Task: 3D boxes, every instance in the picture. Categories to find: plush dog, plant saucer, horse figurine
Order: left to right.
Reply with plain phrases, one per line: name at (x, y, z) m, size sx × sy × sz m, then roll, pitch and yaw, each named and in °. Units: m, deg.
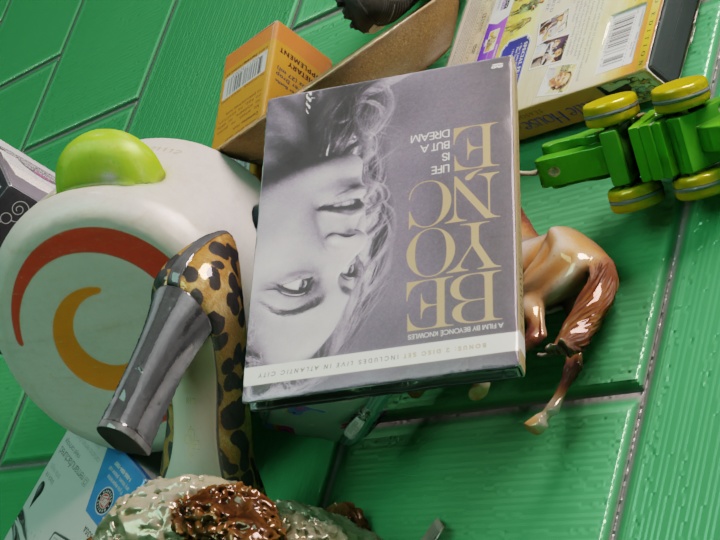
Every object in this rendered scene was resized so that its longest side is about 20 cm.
plush dog at (-0.062, 0.165, 0.859) m, size 0.199 × 0.171 × 0.162 m, roll -34°, pitch 38°, yaw 37°
plant saucer at (-0.008, -0.123, 1.085) m, size 0.199 × 0.036 × 0.200 m, roll -34°, pitch 7°, yaw 5°
horse figurine at (0.087, 0.017, 0.887) m, size 0.133 × 0.050 × 0.199 m, roll -58°, pitch 23°, yaw -11°

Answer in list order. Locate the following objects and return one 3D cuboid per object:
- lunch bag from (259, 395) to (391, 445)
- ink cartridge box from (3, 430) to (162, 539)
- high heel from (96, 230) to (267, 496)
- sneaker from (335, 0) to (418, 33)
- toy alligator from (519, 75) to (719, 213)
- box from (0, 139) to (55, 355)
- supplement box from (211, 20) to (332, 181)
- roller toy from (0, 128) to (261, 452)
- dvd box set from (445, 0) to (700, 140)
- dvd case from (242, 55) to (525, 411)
lunch bag at (0.000, 0.000, 0.959) m, size 0.161 × 0.076 × 0.202 m, roll 123°, pitch 162°, yaw -61°
ink cartridge box at (-0.186, 0.216, 1.084) m, size 0.201 × 0.086 × 0.146 m, roll -58°, pitch 30°, yaw -2°
high heel at (-0.075, 0.078, 0.963) m, size 0.071 × 0.201 × 0.144 m, roll 9°, pitch 61°, yaw 28°
sneaker at (0.035, -0.219, 1.107) m, size 0.090 × 0.067 × 0.200 m, roll -29°, pitch 8°, yaw 24°
toy alligator at (0.141, -0.066, 0.871) m, size 0.198 × 0.060 × 0.054 m, roll -10°, pitch 13°, yaw 39°
box at (-0.220, 0.006, 1.204) m, size 0.115 × 0.199 × 0.132 m, roll -52°, pitch 30°, yaw 6°
supplement box at (-0.070, -0.086, 1.199) m, size 0.068 × 0.066 × 0.202 m, roll -27°, pitch 43°, yaw 38°
roller toy at (-0.137, 0.014, 1.059) m, size 0.201 × 0.182 × 0.140 m, roll -54°, pitch 1°, yaw 28°
dvd box set at (0.129, -0.154, 0.999) m, size 0.199 × 0.029 × 0.148 m, roll -14°, pitch 51°, yaw 51°
dvd case at (0.013, -0.024, 0.864) m, size 0.147 × 0.016 × 0.202 m, roll -8°, pitch 56°, yaw 15°
